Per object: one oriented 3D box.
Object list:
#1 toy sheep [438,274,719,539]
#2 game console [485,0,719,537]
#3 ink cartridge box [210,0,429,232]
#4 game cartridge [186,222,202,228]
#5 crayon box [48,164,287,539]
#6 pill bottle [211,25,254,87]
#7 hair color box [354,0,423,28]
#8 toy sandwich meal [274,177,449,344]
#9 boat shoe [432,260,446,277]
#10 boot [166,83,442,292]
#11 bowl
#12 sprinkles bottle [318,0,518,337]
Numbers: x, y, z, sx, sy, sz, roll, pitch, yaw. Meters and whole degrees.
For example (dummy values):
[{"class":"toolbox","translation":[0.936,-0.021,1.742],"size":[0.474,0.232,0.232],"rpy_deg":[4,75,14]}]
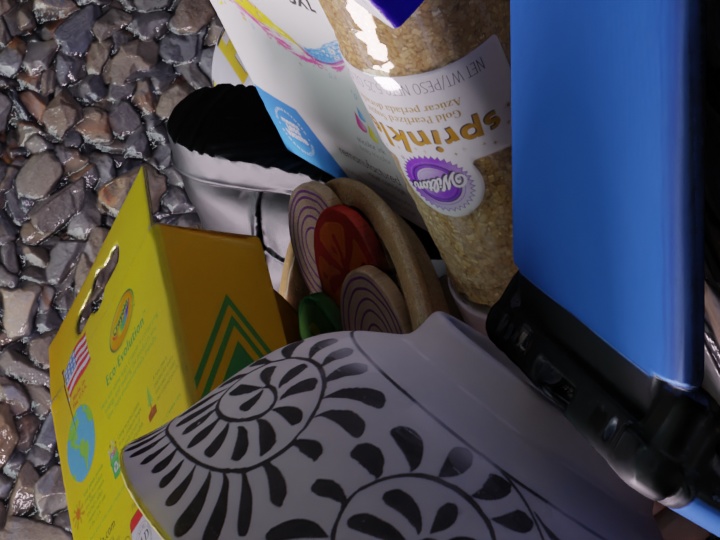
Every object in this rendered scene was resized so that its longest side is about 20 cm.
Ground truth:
[{"class":"toy sheep","translation":[0.085,0.089,0.810],"size":[0.201,0.137,0.138],"rpy_deg":[63,179,0]},{"class":"game console","translation":[0.103,-0.001,0.535],"size":[0.170,0.119,0.200],"rpy_deg":[29,-175,-10]},{"class":"ink cartridge box","translation":[-0.015,-0.123,0.780],"size":[0.116,0.067,0.201],"rpy_deg":[32,157,49]},{"class":"game cartridge","translation":[-0.027,0.032,1.046],"size":[0.201,0.128,0.039],"rpy_deg":[-113,14,-47]},{"class":"crayon box","translation":[-0.072,0.074,0.788],"size":[0.127,0.050,0.201],"rpy_deg":[-55,39,41]},{"class":"pill bottle","translation":[-0.014,-0.088,1.052],"size":[0.113,0.111,0.200],"rpy_deg":[61,179,-20]},{"class":"hair color box","translation":[-0.048,-0.164,0.623],"size":[0.200,0.065,0.109],"rpy_deg":[40,179,45]},{"class":"toy sandwich meal","translation":[-0.021,0.064,0.812],"size":[0.205,0.070,0.208],"rpy_deg":[177,90,-69]},{"class":"boat shoe","translation":[0.075,0.030,1.071],"size":[0.064,0.070,0.200],"rpy_deg":[62,177,-18]},{"class":"boot","translation":[0.000,0.001,0.930],"size":[0.196,0.074,0.163],"rpy_deg":[12,137,22]},{"class":"bowl","translation":[0.032,0.076,0.615],"size":[0.200,0.095,0.201],"rpy_deg":[36,-177,-2]},{"class":"sprinkles bottle","translation":[0.039,-0.056,0.708],"size":[0.201,0.068,0.068],"rpy_deg":[62,178,-41]}]
